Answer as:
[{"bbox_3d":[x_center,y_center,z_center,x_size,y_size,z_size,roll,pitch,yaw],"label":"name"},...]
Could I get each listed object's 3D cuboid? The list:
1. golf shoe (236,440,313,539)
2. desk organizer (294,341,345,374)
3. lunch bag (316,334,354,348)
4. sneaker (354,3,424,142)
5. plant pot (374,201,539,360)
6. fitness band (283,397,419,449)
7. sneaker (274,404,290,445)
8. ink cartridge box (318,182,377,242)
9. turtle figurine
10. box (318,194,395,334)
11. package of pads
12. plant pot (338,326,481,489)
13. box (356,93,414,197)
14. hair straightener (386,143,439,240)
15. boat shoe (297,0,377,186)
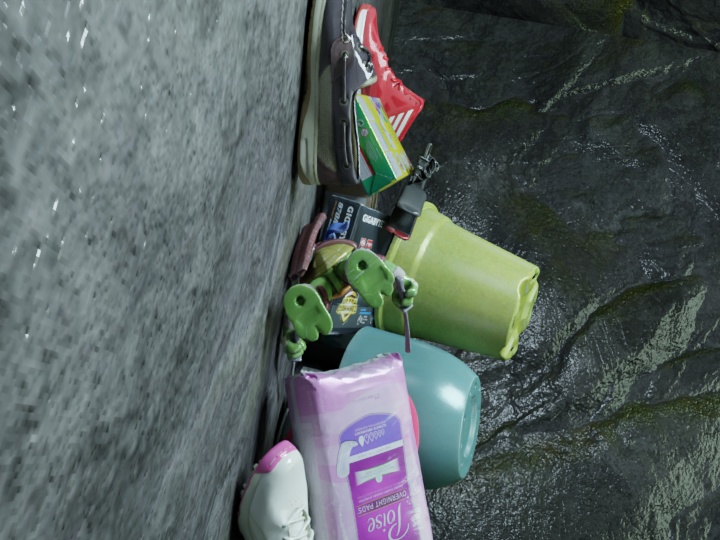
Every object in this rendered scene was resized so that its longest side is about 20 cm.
[{"bbox_3d":[-0.062,0.246,0.600,0.075,0.090,0.205,-27,131,-49],"label":"golf shoe"},{"bbox_3d":[-0.057,0.168,0.952,0.200,0.070,0.079,-71,172,-82],"label":"desk organizer"},{"bbox_3d":[-0.001,0.126,1.240,0.200,0.156,0.085,50,55,-86],"label":"lunch bag"},{"bbox_3d":[0.042,-0.291,1.018,0.079,0.112,0.206,-75,168,-75],"label":"sneaker"},{"bbox_3d":[0.143,0.030,0.936,0.200,0.181,0.205,-45,146,-43],"label":"plant pot"},{"bbox_3d":[-0.013,0.202,0.720,0.037,0.143,0.202,-15,-143,56],"label":"fitness band"},{"bbox_3d":[-0.066,0.246,0.801,0.074,0.086,0.206,91,7,-71],"label":"sneaker"},{"bbox_3d":[-0.017,-0.068,1.014,0.165,0.073,0.205,-74,173,-67],"label":"ink cartridge box"},{"bbox_3d":[-0.009,0.045,0.682,0.194,0.139,0.207,-72,167,-89],"label":"turtle figurine"},{"bbox_3d":[0.000,0.000,0.887,0.199,0.045,0.163,11,97,-66],"label":"box"},{"bbox_3d":[-0.003,0.191,0.662,0.075,0.118,0.206,-16,-98,58],"label":"package of pads"},{"bbox_3d":[0.068,0.187,0.871,0.200,0.157,0.207,7,90,-69],"label":"plant pot"},{"bbox_3d":[0.021,-0.168,0.889,0.120,0.048,0.200,63,18,-4],"label":"box"},{"bbox_3d":[0.084,-0.117,0.898,0.078,0.040,0.201,-66,174,34],"label":"hair straightener"},{"bbox_3d":[-0.016,-0.175,0.601,0.072,0.063,0.206,-71,169,-73],"label":"boat shoe"}]
